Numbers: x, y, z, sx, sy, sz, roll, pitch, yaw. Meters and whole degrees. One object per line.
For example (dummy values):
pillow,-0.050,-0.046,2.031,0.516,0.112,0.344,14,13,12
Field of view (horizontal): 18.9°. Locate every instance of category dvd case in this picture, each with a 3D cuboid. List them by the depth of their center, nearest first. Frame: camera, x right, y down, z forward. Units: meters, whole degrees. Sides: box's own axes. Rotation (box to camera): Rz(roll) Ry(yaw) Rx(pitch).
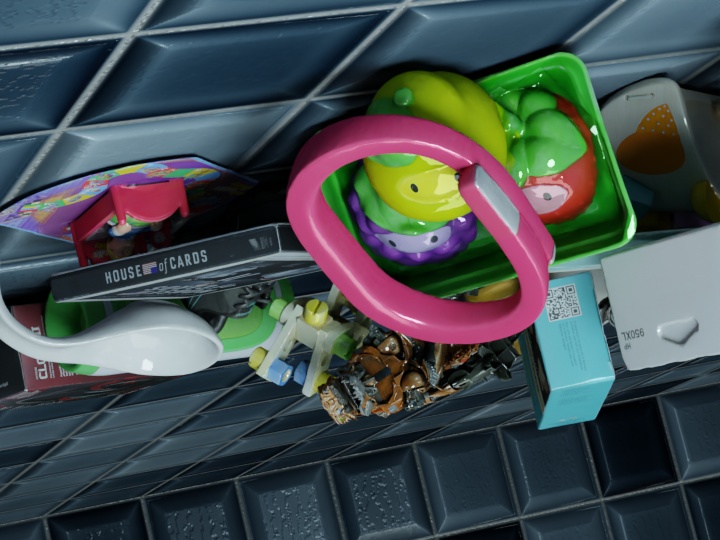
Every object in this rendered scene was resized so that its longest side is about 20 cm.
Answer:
dvd case,-0.096,-0.005,1.527,0.200,0.025,0.150,-12,174,32

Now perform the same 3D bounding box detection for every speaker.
speaker,-0.154,0.036,1.774,0.200,0.089,0.088,-6,167,-37

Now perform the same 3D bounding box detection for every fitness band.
fitness band,0.038,-0.024,1.365,0.143,0.038,0.200,-10,138,29

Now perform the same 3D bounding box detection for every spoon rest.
spoon rest,-0.200,0.047,1.645,0.200,0.061,0.099,18,150,-24

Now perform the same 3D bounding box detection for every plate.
plate,0.169,-0.013,1.578,0.200,0.026,0.200,-4,180,0

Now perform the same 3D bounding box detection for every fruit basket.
fruit basket,0.066,-0.063,1.423,0.215,0.156,0.216,-19,-173,2

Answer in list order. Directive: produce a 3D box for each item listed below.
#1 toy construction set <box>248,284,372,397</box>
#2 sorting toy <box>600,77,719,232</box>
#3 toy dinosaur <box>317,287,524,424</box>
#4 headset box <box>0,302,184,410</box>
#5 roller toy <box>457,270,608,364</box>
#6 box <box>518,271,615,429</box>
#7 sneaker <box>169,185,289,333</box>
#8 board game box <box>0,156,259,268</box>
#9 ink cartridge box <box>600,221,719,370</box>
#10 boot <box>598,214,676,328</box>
toy construction set,0.000,0.000,1.655,0.200,0.092,0.131,-54,163,26
sorting toy,0.212,-0.073,1.662,0.180,0.107,0.200,-11,173,33
toy dinosaur,0.044,0.060,1.632,0.136,0.102,0.200,-38,-171,32
headset box,-0.254,0.070,1.839,0.200,0.075,0.149,-6,172,-37
roller toy,0.125,0.004,1.817,0.182,0.140,0.200,-7,167,-34
box,0.154,0.065,1.643,0.049,0.083,0.200,-12,167,0
sneaker,-0.079,-0.010,1.651,0.075,0.079,0.200,-6,166,-36
board game box,-0.159,-0.032,1.530,0.158,0.039,0.200,-17,170,16
ink cartridge box,0.285,0.001,1.453,0.200,0.084,0.145,-13,176,-30
boot,0.283,0.009,1.657,0.199,0.069,0.174,-2,-156,9
